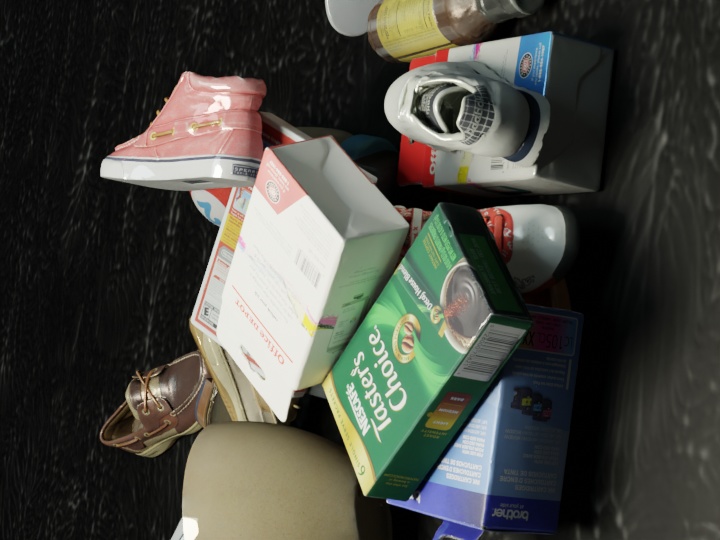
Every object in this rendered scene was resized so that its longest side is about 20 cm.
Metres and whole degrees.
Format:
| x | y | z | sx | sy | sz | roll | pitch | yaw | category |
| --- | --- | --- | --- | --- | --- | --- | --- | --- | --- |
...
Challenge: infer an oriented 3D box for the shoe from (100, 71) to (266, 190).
| x | y | z | sx | sy | sz | roll | pitch | yaw | category |
| --- | --- | --- | --- | --- | --- | --- | --- | --- | --- |
| -0.150 | -0.119 | 1.691 | 0.200 | 0.071 | 0.091 | 1 | 84 | 49 | shoe |

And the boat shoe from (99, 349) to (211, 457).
| x | y | z | sx | sy | sz | roll | pitch | yaw | category |
| --- | --- | --- | --- | --- | --- | --- | --- | --- | --- |
| -0.210 | 0.137 | 2.042 | 0.200 | 0.072 | 0.072 | -39 | 51 | 48 | boat shoe |

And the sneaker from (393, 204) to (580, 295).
| x | y | z | sx | sy | sz | roll | pitch | yaw | category |
| --- | --- | --- | --- | --- | --- | --- | --- | --- | --- |
| 0.073 | -0.019 | 1.530 | 0.201 | 0.108 | 0.068 | -7 | 77 | 58 | sneaker |

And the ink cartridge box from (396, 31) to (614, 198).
| x | y | z | sx | sy | sz | roll | pitch | yaw | category |
| --- | --- | --- | --- | --- | --- | --- | --- | --- | --- |
| 0.113 | -0.121 | 1.591 | 0.200 | 0.067 | 0.117 | 0 | 82 | 58 | ink cartridge box |

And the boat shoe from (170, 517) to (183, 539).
| x | y | z | sx | sy | sz | roll | pitch | yaw | category |
| --- | --- | --- | --- | --- | --- | --- | --- | --- | --- |
| -0.161 | 0.321 | 1.925 | 0.202 | 0.074 | 0.086 | -60 | 38 | 14 | boat shoe |

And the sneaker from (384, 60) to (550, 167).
| x | y | z | sx | sy | sz | roll | pitch | yaw | category |
| --- | --- | --- | --- | --- | --- | --- | --- | --- | --- |
| 0.065 | -0.130 | 1.531 | 0.200 | 0.080 | 0.077 | 16 | 98 | 60 | sneaker |

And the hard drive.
| x | y | z | sx | sy | sz | roll | pitch | yaw | category |
| --- | --- | --- | --- | --- | --- | --- | --- | --- | --- |
| 0.000 | 0.000 | 1.692 | 0.140 | 0.033 | 0.201 | -29 | -48 | -74 | hard drive |

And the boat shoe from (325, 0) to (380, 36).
| x | y | z | sx | sy | sz | roll | pitch | yaw | category |
| --- | --- | --- | --- | --- | --- | --- | --- | --- | --- |
| 0.006 | -0.315 | 1.829 | 0.057 | 0.068 | 0.201 | -172 | 93 | -77 | boat shoe |

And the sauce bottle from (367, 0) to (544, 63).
| x | y | z | sx | sy | sz | roll | pitch | yaw | category |
| --- | --- | --- | --- | --- | --- | --- | --- | --- | --- |
| 0.083 | -0.220 | 1.673 | 0.200 | 0.065 | 0.065 | -5 | 78 | 56 | sauce bottle |

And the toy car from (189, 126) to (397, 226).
| x | y | z | sx | sy | sz | roll | pitch | yaw | category |
| --- | --- | --- | --- | --- | --- | --- | --- | --- | --- |
| -0.078 | -0.030 | 1.801 | 0.184 | 0.177 | 0.201 | 13 | 106 | 47 | toy car |

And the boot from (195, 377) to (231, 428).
| x | y | z | sx | sy | sz | roll | pitch | yaw | category |
| --- | --- | --- | --- | --- | --- | --- | --- | --- | --- |
| -0.097 | 0.087 | 1.886 | 0.097 | 0.075 | 0.201 | 38 | 125 | 45 | boot |

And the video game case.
| x | y | z | sx | sy | sz | roll | pitch | yaw | category |
| --- | --- | --- | --- | --- | --- | --- | --- | --- | --- |
| -0.067 | -0.014 | 1.652 | 0.143 | 0.017 | 0.201 | 33 | 113 | 39 | video game case |

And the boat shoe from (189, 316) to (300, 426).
| x | y | z | sx | sy | sz | roll | pitch | yaw | category |
| --- | --- | --- | --- | --- | --- | --- | --- | --- | --- |
| -0.089 | 0.118 | 1.804 | 0.074 | 0.069 | 0.200 | -126 | 12 | -64 | boat shoe |

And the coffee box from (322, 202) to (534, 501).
| x | y | z | sx | sy | sz | roll | pitch | yaw | category |
| --- | --- | --- | --- | --- | --- | --- | --- | --- | --- |
| 0.046 | 0.064 | 1.471 | 0.200 | 0.044 | 0.123 | -57 | 38 | 34 | coffee box |

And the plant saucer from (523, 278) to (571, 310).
| x | y | z | sx | sy | sz | roll | pitch | yaw | category |
| --- | --- | --- | --- | --- | --- | --- | --- | --- | --- |
| 0.108 | 0.063 | 1.586 | 0.200 | 0.032 | 0.201 | -23 | 62 | 55 | plant saucer |

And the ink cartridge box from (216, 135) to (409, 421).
| x | y | z | sx | sy | sz | roll | pitch | yaw | category |
| --- | --- | --- | --- | --- | --- | --- | --- | --- | --- |
| -0.043 | 0.009 | 1.552 | 0.117 | 0.067 | 0.200 | 51 | 138 | 32 | ink cartridge box |

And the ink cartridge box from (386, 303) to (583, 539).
| x | y | z | sx | sy | sz | roll | pitch | yaw | category |
| --- | --- | --- | --- | --- | --- | --- | --- | --- | --- |
| 0.092 | 0.123 | 1.498 | 0.136 | 0.076 | 0.201 | 4 | 87 | 59 | ink cartridge box |

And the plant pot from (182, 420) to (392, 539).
| x | y | z | sx | sy | sz | roll | pitch | yaw | category |
| --- | --- | --- | --- | --- | --- | --- | --- | --- | --- |
| -0.050 | 0.219 | 1.682 | 0.134 | 0.200 | 0.201 | -11 | 68 | 18 | plant pot |
